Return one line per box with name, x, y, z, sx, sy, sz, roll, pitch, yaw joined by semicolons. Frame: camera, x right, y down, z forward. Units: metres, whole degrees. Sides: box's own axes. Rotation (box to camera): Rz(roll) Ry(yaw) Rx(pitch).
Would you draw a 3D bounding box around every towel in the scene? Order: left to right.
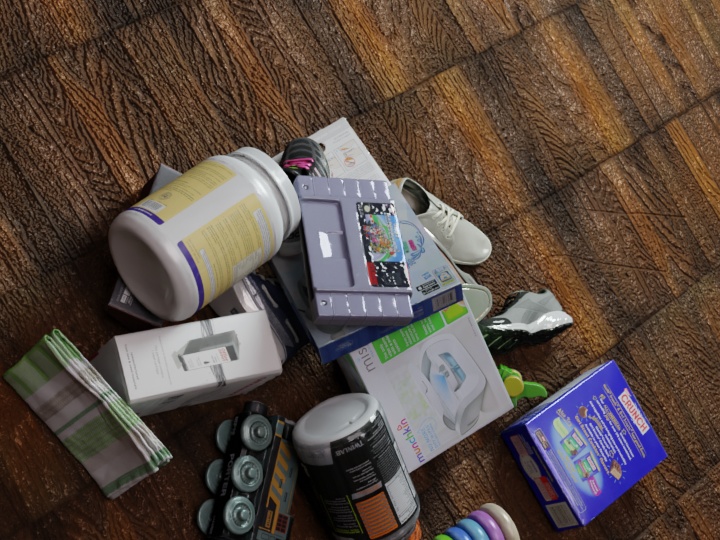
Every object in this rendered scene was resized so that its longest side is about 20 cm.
towel;-0.321;0.172;1.416;0.200;0.149;0.031;49;44;-6

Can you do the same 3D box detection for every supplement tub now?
supplement tub;-0.184;-0.048;1.469;0.200;0.145;0.146;-37;94;-32
supplement tub;0.001;0.267;1.556;0.122;0.122;0.201;-34;114;-32

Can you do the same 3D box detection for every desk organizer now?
desk organizer;-0.263;-0.023;1.550;0.072;0.077;0.201;25;64;-20

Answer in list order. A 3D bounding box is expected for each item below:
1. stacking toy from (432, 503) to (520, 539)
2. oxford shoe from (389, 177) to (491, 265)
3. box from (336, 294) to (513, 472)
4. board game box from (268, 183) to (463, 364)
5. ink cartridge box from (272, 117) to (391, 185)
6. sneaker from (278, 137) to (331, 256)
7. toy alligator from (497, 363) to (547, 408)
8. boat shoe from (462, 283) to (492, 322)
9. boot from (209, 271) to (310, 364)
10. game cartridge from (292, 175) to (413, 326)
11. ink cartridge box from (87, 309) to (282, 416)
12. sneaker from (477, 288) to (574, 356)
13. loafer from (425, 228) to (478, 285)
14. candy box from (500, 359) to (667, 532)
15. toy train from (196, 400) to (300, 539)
stacking toy;0.113;0.388;1.636;0.199;0.085;0.086;-22;86;-25
oxford shoe;0.113;-0.070;1.782;0.200;0.058;0.075;32;58;-19
box;0.076;0.132;1.627;0.176;0.097;0.201;-29;107;-15
board game box;0.000;0.000;1.583;0.199;0.043;0.199;-23;52;-9
ink cartridge box;-0.035;-0.090;1.697;0.161;0.050;0.200;-31;72;-13
sneaker;-0.083;-0.116;1.612;0.073;0.088;0.200;-2;48;11
toy alligator;0.168;0.149;1.750;0.199;0.059;0.054;26;97;-1
boat shoe;0.086;0.062;1.704;0.199;0.062;0.075;-22;106;-16
boot;-0.143;0.030;1.614;0.090;0.073;0.200;-34;95;-46
game cartridge;-0.008;-0.026;1.511;0.129;0.038;0.201;-1;60;-17
ink cartridge box;-0.217;0.118;1.491;0.199;0.147;0.083;-10;78;-31
sneaker;0.224;0.071;1.788;0.200;0.074;0.080;-8;65;-45
loafer;0.098;0.001;1.748;0.200;0.072;0.063;44;67;-13
candy box;0.328;0.254;1.788;0.200;0.077;0.170;-29;89;-31
toy train;-0.131;0.267;1.536;0.114;0.085;0.201;29;60;-33
